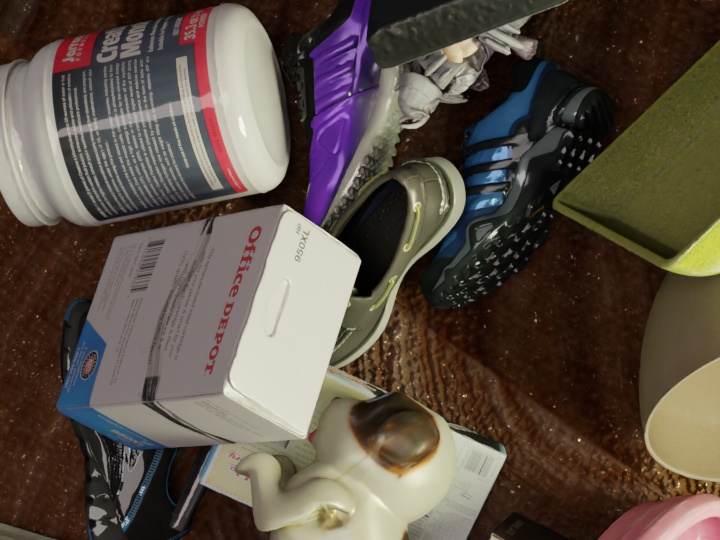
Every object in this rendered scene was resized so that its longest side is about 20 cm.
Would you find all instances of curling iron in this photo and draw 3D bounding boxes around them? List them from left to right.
[{"bbox_3d":[-0.099,0.103,1.513,0.025,0.050,0.201,27,91,8],"label":"curling iron"}]

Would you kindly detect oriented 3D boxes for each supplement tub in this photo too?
[{"bbox_3d":[-0.162,-0.111,1.483,0.199,0.140,0.141,-11,89,12],"label":"supplement tub"}]

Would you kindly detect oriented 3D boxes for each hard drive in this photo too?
[{"bbox_3d":[0.076,-0.215,1.391,0.139,0.200,0.033,-19,117,15],"label":"hard drive"}]

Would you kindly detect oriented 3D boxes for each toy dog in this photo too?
[{"bbox_3d":[-0.005,0.180,1.395,0.193,0.140,0.201,18,82,23],"label":"toy dog"}]

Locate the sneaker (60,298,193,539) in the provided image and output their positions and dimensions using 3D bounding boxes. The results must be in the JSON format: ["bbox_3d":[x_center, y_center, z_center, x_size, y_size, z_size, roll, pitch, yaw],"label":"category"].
[{"bbox_3d":[-0.182,0.117,1.540,0.081,0.073,0.201,-11,94,-6],"label":"sneaker"}]

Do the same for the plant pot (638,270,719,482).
[{"bbox_3d":[0.278,0.039,1.385,0.199,0.200,0.135,-19,55,12],"label":"plant pot"}]

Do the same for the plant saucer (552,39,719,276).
[{"bbox_3d":[0.249,-0.076,1.369,0.200,0.200,0.048,-43,112,-3],"label":"plant saucer"}]

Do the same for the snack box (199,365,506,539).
[{"bbox_3d":[-0.006,0.143,1.484,0.199,0.037,0.117,25,97,-6],"label":"snack box"}]

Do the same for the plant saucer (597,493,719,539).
[{"bbox_3d":[0.189,0.238,1.398,0.051,0.200,0.201,30,98,32],"label":"plant saucer"}]

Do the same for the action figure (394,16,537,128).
[{"bbox_3d":[0.093,-0.169,1.416,0.069,0.130,0.200,47,70,-13],"label":"action figure"}]

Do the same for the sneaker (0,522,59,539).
[{"bbox_3d":[-0.238,0.255,1.548,0.199,0.075,0.085,14,96,20],"label":"sneaker"}]

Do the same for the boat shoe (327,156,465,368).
[{"bbox_3d":[-0.002,-0.002,1.464,0.072,0.060,0.202,51,123,23],"label":"boat shoe"}]

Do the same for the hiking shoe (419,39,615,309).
[{"bbox_3d":[0.102,-0.063,1.473,0.087,0.074,0.200,42,99,30],"label":"hiking shoe"}]

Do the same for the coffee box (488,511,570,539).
[{"bbox_3d":[0.093,0.286,1.453,0.079,0.114,0.201,27,98,10],"label":"coffee box"}]

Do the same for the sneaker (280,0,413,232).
[{"bbox_3d":[-0.018,-0.129,1.493,0.099,0.070,0.201,20,90,16],"label":"sneaker"}]

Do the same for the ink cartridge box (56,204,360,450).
[{"bbox_3d":[-0.109,0.045,1.432,0.199,0.084,0.145,-8,57,47],"label":"ink cartridge box"}]
